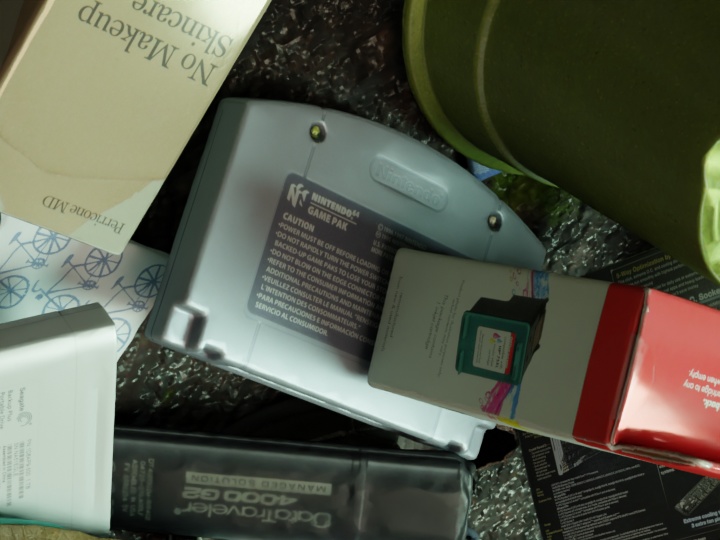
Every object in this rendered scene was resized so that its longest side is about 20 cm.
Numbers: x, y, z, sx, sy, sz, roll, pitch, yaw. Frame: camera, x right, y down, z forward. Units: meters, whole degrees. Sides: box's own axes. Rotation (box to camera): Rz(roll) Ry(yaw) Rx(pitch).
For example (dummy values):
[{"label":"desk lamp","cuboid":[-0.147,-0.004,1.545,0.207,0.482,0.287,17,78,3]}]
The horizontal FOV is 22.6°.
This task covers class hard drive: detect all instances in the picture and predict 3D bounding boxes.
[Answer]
[{"label":"hard drive","cuboid":[-0.201,0.091,0.759,0.200,0.027,0.132,-14,131,-28]}]

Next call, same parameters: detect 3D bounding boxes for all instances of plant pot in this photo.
[{"label":"plant pot","cuboid":[0.147,-0.084,0.788,0.200,0.190,0.200,-15,128,-19]}]

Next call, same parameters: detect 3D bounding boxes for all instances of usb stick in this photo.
[{"label":"usb stick","cuboid":[-0.044,0.106,0.872,0.200,0.033,0.056,5,107,-4]}]

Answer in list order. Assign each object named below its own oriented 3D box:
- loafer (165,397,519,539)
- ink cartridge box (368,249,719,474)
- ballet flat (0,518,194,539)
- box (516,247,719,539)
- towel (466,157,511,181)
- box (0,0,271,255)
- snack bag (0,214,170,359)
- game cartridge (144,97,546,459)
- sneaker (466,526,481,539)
[{"label":"loafer","cuboid":[-0.005,0.101,0.920,0.200,0.071,0.073,-27,129,-14]},{"label":"ink cartridge box","cuboid":[0.112,0.045,0.781,0.116,0.200,0.067,16,86,-38]},{"label":"ballet flat","cuboid":[-0.121,0.154,0.795,0.200,0.072,0.068,14,120,-43]},{"label":"box","cuboid":[0.167,0.066,0.876,0.200,0.158,0.050,-24,162,38]},{"label":"towel","cuboid":[0.102,-0.148,0.860,0.147,0.024,0.200,-24,129,-16]},{"label":"box","cuboid":[-0.096,-0.117,0.721,0.095,0.078,0.200,20,107,-39]},{"label":"snack bag","cuboid":[-0.203,0.034,0.791,0.200,0.021,0.189,28,102,-40]},{"label":"game cartridge","cuboid":[0.000,0.000,0.849,0.200,0.041,0.133,25,82,-37]},{"label":"sneaker","cuboid":[0.029,0.173,0.978,0.200,0.077,0.085,52,47,-58]}]
